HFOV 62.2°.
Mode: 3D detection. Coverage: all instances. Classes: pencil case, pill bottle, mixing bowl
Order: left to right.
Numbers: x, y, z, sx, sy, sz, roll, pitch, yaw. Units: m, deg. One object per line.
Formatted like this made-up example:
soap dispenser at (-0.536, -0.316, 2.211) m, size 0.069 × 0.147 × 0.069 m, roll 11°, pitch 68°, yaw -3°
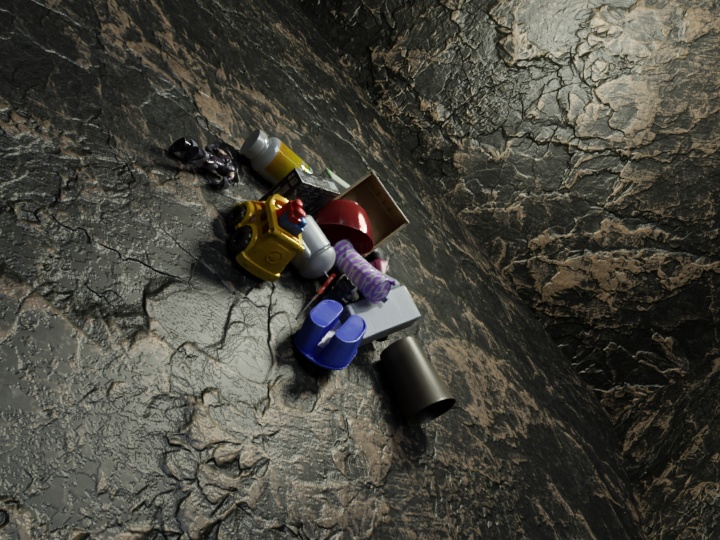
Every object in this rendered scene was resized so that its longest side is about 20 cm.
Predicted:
pill bottle at (-0.241, -0.307, 1.707) m, size 0.200 × 0.112 × 0.113 m, roll 38°, pitch 26°, yaw -33°
mixing bowl at (-0.052, -0.130, 1.680) m, size 0.200 × 0.199 × 0.109 m, roll 33°, pitch 58°, yaw -42°
pencil case at (0.000, 0.000, 1.580) m, size 0.200 × 0.085 × 0.084 m, roll 42°, pitch -10°, yaw 26°

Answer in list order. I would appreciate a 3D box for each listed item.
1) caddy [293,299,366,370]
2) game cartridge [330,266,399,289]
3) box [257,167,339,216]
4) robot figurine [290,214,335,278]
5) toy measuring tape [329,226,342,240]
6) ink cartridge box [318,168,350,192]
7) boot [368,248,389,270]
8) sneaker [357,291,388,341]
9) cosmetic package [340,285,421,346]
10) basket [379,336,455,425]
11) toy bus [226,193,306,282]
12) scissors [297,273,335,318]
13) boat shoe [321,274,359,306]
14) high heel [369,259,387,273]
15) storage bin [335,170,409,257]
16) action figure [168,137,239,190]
caddy at (-0.071, 0.156, 1.390) m, size 0.141 × 0.106 × 0.200 m, roll 32°, pitch 21°, yaw 7°
game cartridge at (0.001, 0.011, 1.695) m, size 0.199 × 0.042 × 0.133 m, roll 28°, pitch 13°, yaw 28°
box at (-0.169, -0.196, 1.632) m, size 0.050 × 0.157 × 0.199 m, roll 60°, pitch 23°, yaw 16°
robot figurine at (-0.141, -0.062, 1.549) m, size 0.201 × 0.113 × 0.170 m, roll 55°, pitch 9°, yaw 1°
toy measuring tape at (-0.067, -0.075, 1.799) m, size 0.201 × 0.073 × 0.074 m, roll 61°, pitch 20°, yaw -13°
ink cartridge box at (-0.074, -0.237, 1.949) m, size 0.199 × 0.104 × 0.060 m, roll 30°, pitch 22°, yaw -46°
boot at (0.010, -0.080, 1.948) m, size 0.200 × 0.065 × 0.165 m, roll 51°, pitch 15°, yaw -15°
sneaker at (0.035, 0.112, 1.712) m, size 0.201 × 0.074 × 0.087 m, roll 61°, pitch 18°, yaw 19°
cosmetic package at (0.052, 0.123, 1.600) m, size 0.199 × 0.071 × 0.102 m, roll -16°, pitch 68°, yaw -32°
basket at (0.143, 0.291, 1.595) m, size 0.180 × 0.136 × 0.201 m, roll 24°, pitch 33°, yaw -58°
toy bus at (-0.202, -0.108, 1.390) m, size 0.135 × 0.192 × 0.201 m, roll 32°, pitch 29°, yaw -40°
scissors at (-0.109, 0.059, 1.497) m, size 0.014 × 0.073 × 0.200 m, roll 40°, pitch 23°, yaw 1°
boat shoe at (-0.059, 0.071, 1.595) m, size 0.075 × 0.093 × 0.200 m, roll 45°, pitch -8°, yaw 10°
high heel at (0.078, 0.053, 1.830) m, size 0.095 × 0.068 × 0.201 m, roll -15°, pitch 68°, yaw -20°
storage bin at (0.009, -0.165, 1.862) m, size 0.201 × 0.198 × 0.094 m, roll 54°, pitch -15°, yaw -4°
action figure at (-0.366, -0.265, 1.459) m, size 0.131 × 0.069 × 0.200 m, roll 55°, pitch 17°, yaw 23°
